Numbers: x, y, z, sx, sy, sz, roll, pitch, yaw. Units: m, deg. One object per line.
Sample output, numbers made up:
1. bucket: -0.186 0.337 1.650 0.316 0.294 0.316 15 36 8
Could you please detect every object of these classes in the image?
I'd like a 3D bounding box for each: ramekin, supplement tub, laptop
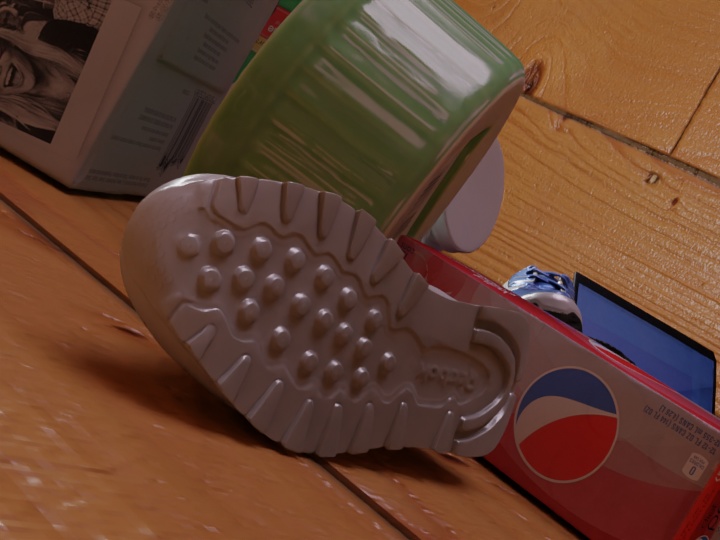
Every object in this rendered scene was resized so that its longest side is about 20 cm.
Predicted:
1. ramekin: 0.000 -0.064 0.614 0.098 0.200 0.200 38 5 7
2. supplement tub: 0.026 -0.091 1.127 0.200 0.141 0.140 10 -7 32
3. laptop: 0.252 0.108 0.871 0.177 0.103 0.200 27 5 -26

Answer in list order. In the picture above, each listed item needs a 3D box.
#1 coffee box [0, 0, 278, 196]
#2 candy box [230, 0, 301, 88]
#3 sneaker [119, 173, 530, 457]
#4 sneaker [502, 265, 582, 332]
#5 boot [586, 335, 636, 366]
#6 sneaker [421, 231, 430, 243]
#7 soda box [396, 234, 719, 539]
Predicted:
1. coffee box: -0.176 -0.178 0.683 0.198 0.200 0.200 30 4 4
2. candy box: -0.088 -0.142 0.854 0.169 0.200 0.077 27 7 -34
3. sneaker: -0.018 0.019 0.392 0.080 0.076 0.200 19 -8 37
4. sneaker: 0.126 0.031 0.852 0.076 0.077 0.200 16 -9 1
5. boot: 0.088 0.050 0.741 0.200 0.068 0.131 29 -2 -28
6. sneaker: -0.005 -0.034 0.981 0.118 0.074 0.200 37 -5 7
7. soda box: 0.083 0.059 0.521 0.200 0.070 0.063 33 7 41
